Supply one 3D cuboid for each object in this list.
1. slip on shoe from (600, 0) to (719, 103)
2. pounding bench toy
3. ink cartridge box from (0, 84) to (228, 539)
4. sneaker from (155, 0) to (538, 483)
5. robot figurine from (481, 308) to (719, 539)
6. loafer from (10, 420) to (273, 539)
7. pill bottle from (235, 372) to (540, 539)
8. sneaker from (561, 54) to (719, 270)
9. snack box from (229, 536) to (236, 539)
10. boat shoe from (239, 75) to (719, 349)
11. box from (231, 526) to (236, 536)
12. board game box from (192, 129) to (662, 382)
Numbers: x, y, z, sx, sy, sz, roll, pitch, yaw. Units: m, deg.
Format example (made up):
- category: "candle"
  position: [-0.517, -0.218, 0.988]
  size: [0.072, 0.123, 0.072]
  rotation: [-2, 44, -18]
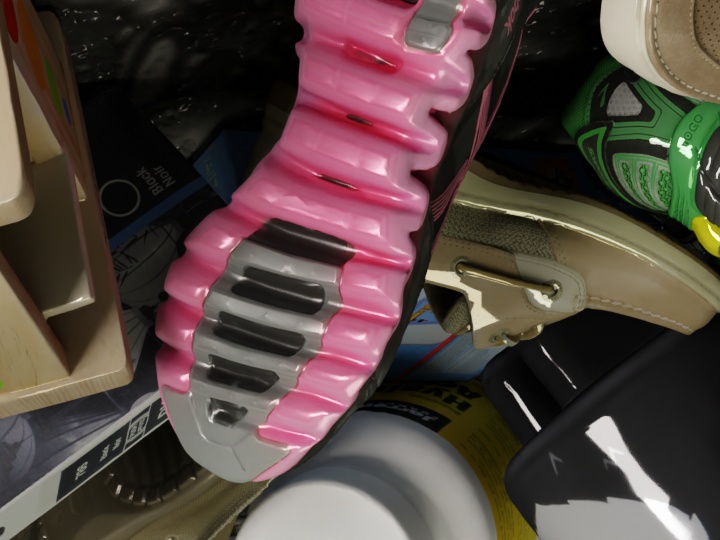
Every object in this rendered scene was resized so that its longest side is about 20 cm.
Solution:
- category: "slip on shoe"
  position: [0.163, -0.085, 0.721]
  size: [0.199, 0.077, 0.060]
  rotation: [4, -166, -42]
- category: "pounding bench toy"
  position: [-0.139, -0.003, 0.593]
  size: [0.123, 0.201, 0.156]
  rotation: [-14, 158, 0]
- category: "ink cartridge box"
  position: [-0.124, 0.031, 0.704]
  size: [0.200, 0.099, 0.039]
  rotation: [-38, 167, -25]
- category: "sneaker"
  position: [0.005, -0.025, 0.693]
  size: [0.201, 0.079, 0.095]
  rotation: [-66, 159, 7]
- category: "robot figurine"
  position: [0.136, 0.095, 0.879]
  size: [0.125, 0.200, 0.150]
  rotation: [-39, 171, 9]
- category: "loafer"
  position: [-0.075, 0.078, 0.869]
  size: [0.067, 0.076, 0.200]
  rotation: [13, 142, -40]
- category: "pill bottle"
  position: [0.015, 0.109, 0.962]
  size: [0.111, 0.112, 0.200]
  rotation: [-23, -179, 19]
- category: "sneaker"
  position: [0.130, -0.048, 0.829]
  size: [0.078, 0.085, 0.200]
  rotation: [-59, 162, 2]
- category: "snack box"
  position: [-0.127, 0.187, 1.084]
  size: [0.168, 0.068, 0.199]
  rotation: [-30, 152, 35]
- category: "boat shoe"
  position: [0.045, -0.007, 0.793]
  size: [0.199, 0.065, 0.072]
  rotation: [20, -174, -29]
- category: "box"
  position: [-0.159, 0.109, 1.029]
  size: [0.117, 0.049, 0.200]
  rotation: [-23, 158, 21]
- category: "board game box"
  position: [0.000, 0.000, 0.887]
  size: [0.199, 0.037, 0.151]
  rotation: [1, 152, -34]
